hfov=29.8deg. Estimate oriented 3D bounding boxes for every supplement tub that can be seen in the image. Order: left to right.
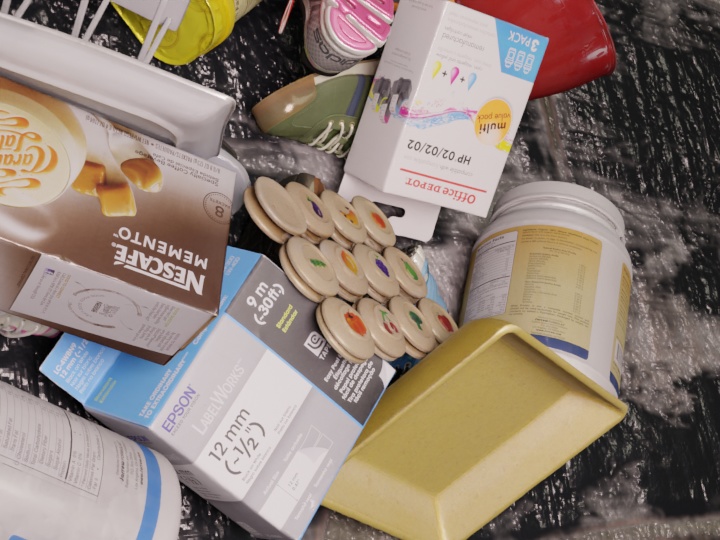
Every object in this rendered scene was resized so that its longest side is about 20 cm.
[{"bbox_3d":[-0.218,0.132,0.787,0.200,0.132,0.132,29,54,-31],"label":"supplement tub"},{"bbox_3d":[0.160,0.037,1.179,0.144,0.144,0.200,35,51,-28],"label":"supplement tub"}]

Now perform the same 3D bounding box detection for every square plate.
[{"bbox_3d":[-0.182,-0.112,0.854,0.200,0.198,0.029,19,82,-7],"label":"square plate"}]

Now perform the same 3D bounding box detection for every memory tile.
[{"bbox_3d":[0.000,0.000,0.991,0.153,0.017,0.200,58,22,17],"label":"memory tile"}]

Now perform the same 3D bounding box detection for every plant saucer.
[{"bbox_3d":[0.077,0.119,1.025,0.200,0.200,0.048,34,21,-47],"label":"plant saucer"}]

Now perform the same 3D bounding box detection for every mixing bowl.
[{"bbox_3d":[0.136,-0.232,1.269,0.108,0.200,0.200,-38,103,-3],"label":"mixing bowl"}]

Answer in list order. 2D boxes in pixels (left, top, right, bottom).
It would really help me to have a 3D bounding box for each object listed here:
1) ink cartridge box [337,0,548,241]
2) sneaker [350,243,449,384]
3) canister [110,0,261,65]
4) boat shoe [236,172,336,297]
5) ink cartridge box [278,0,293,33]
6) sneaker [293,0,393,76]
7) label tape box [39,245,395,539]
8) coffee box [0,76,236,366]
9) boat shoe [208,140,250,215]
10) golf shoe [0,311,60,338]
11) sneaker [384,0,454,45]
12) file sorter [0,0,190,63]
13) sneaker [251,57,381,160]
[{"bbox_3d":[0.064,-0.117,1.119,0.115,0.068,0.200,11,103,-35],"label":"ink cartridge box"},{"bbox_3d":[0.023,0.066,1.086,0.090,0.078,0.200,52,45,-18],"label":"sneaker"},{"bbox_3d":[-0.121,-0.274,1.092,0.149,0.086,0.200,54,43,-13],"label":"canister"},{"bbox_3d":[-0.055,0.026,1.038,0.074,0.076,0.200,29,62,-38],"label":"boat shoe"},{"bbox_3d":[-0.057,-0.287,0.997,0.067,0.200,0.116,17,53,-3],"label":"ink cartridge box"},{"bbox_3d":[-0.012,-0.238,1.103,0.074,0.087,0.200,23,55,-23],"label":"sneaker"},{"bbox_3d":[-0.091,0.068,0.911,0.200,0.066,0.143,43,64,-24],"label":"label tape box"},{"bbox_3d":[-0.184,-0.033,0.812,0.200,0.080,0.115,22,52,-23],"label":"coffee box"},{"bbox_3d":[-0.169,-0.105,0.994,0.200,0.069,0.057,34,17,-20],"label":"boat shoe"},{"bbox_3d":[-0.232,0.012,0.872,0.200,0.075,0.092,-22,109,-37],"label":"golf shoe"},{"bbox_3d":[0.068,-0.233,1.171,0.200,0.112,0.078,45,29,-3],"label":"sneaker"},{"bbox_3d":[-0.207,-0.221,0.895,0.200,0.139,0.125,25,48,-9],"label":"file sorter"},{"bbox_3d":[0.000,-0.125,1.151,0.200,0.067,0.090,-24,84,-49],"label":"sneaker"}]
